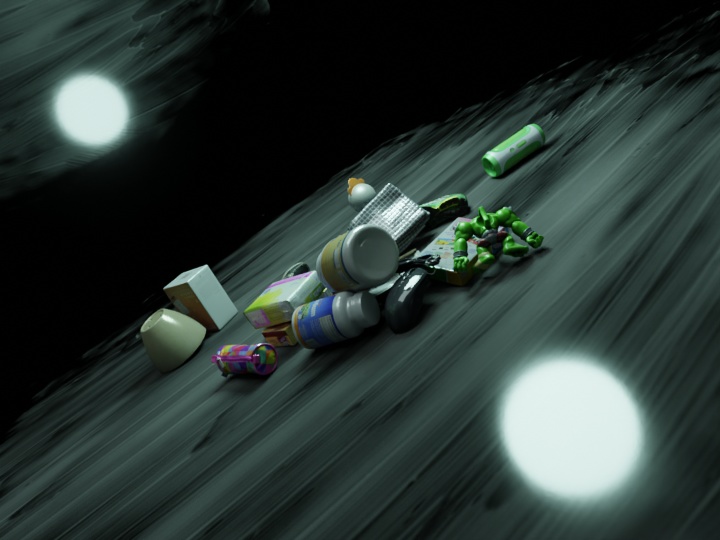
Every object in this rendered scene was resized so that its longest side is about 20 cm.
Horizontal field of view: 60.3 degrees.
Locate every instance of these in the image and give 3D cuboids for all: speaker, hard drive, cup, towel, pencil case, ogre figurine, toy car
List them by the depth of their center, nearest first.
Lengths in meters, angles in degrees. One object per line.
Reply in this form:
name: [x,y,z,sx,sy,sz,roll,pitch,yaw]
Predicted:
ogre figurine: [0.292,-0.074,1.384,0.199,0.098,0.120,-27,60,21]
hard drive: [0.087,0.026,1.599,0.199,0.038,0.140,-31,18,2]
pencil case: [-0.299,0.230,1.601,0.199,0.089,0.088,-12,26,46]
towel: [0.083,-0.138,1.790,0.200,0.086,0.165,-47,60,-7]
speaker: [0.480,-0.376,1.943,0.200,0.089,0.088,-35,19,-10]
cup: [-0.625,0.209,2.014,0.200,0.143,0.201,-30,27,17]
toy car: [0.031,-0.232,2.085,0.184,0.201,0.177,-6,30,51]

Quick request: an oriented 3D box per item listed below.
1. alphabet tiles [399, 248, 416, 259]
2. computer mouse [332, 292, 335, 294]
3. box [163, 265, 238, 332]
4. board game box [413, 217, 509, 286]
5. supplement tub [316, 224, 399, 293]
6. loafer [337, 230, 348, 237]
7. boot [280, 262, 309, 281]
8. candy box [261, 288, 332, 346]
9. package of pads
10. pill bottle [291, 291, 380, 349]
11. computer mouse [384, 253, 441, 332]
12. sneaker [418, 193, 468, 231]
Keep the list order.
alphabet tiles: [0.055,-0.002,1.653,0.199,0.008,0.167,-31,-1,20]
computer mouse: [0.000,0.000,1.672,0.199,0.046,0.140,-31,-2,11]
box: [-0.544,0.103,2.114,0.152,0.201,0.106,-15,23,40]
board game box: [0.241,-0.050,1.495,0.200,0.040,0.153,-41,35,-28]
supplement tub: [-0.013,-0.021,1.489,0.145,0.145,0.200,-41,10,-28]
loafer: [-0.052,-0.072,1.867,0.070,0.070,0.200,-13,25,41]
boot: [-0.191,0.052,1.907,0.153,0.074,0.204,-4,38,49]
candy box: [-0.166,0.125,1.708,0.116,0.057,0.200,-11,26,47]
package of pads: [-0.209,0.082,1.691,0.199,0.068,0.155,-17,22,40]
pill bottle: [-0.057,0.114,1.479,0.199,0.112,0.112,-20,21,31]
computer mouse: [0.099,0.043,1.408,0.138,0.053,0.201,-12,49,42]
sneaker: [0.229,-0.175,1.857,0.199,0.078,0.085,-14,17,20]
